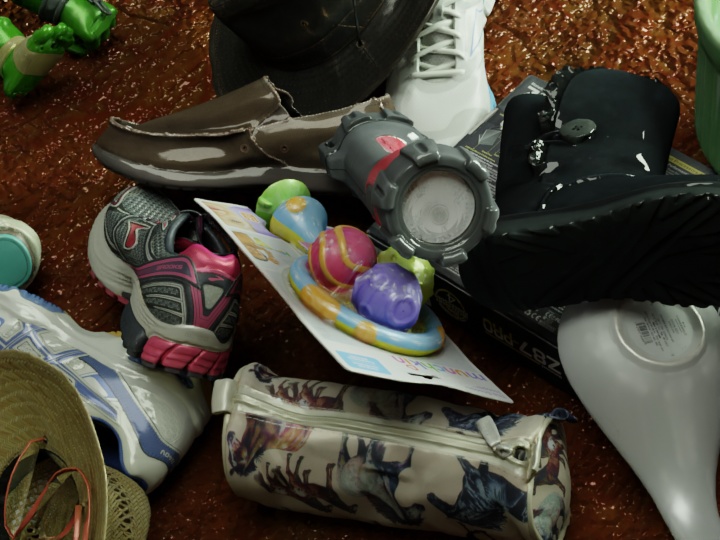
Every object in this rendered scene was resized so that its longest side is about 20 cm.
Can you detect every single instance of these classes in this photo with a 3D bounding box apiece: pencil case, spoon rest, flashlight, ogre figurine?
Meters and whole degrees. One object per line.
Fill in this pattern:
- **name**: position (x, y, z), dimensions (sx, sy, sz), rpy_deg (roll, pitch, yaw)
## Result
- **pencil case**: position (0.018, 0.101, 1.445), dimensions (0.200, 0.089, 0.078), rpy_deg (8, 53, 18)
- **spoon rest**: position (0.171, 0.084, 1.425), dimensions (0.099, 0.061, 0.200), rpy_deg (-8, 56, -15)
- **flashlight**: position (0.028, -0.054, 1.477), dimensions (0.068, 0.068, 0.200), rpy_deg (-49, 14, 5)
- **ogre figurine**: position (-0.274, -0.152, 1.713), dimensions (0.200, 0.098, 0.120), rpy_deg (-41, 72, -3)

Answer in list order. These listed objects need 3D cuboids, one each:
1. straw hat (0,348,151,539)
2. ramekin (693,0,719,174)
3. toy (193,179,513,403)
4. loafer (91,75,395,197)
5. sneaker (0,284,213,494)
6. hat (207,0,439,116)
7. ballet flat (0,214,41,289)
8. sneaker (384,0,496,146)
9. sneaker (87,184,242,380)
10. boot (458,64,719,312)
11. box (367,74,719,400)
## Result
- **straw hat**: position (-0.163, 0.143, 1.443), dimensions (0.085, 0.201, 0.201), rpy_deg (9, 36, -39)
- **ramekin**: position (0.290, -0.111, 1.535), dimensions (0.200, 0.098, 0.200), rpy_deg (3, 38, -2)
- **toy**: position (0.000, 0.000, 1.451), dimensions (0.115, 0.047, 0.200), rpy_deg (12, 19, -35)
- **loafer**: position (-0.066, -0.085, 1.615), dimensions (0.200, 0.071, 0.073), rpy_deg (2, 6, 3)
- **sneaker**: position (-0.188, 0.070, 1.519), dimensions (0.200, 0.075, 0.088), rpy_deg (14, 55, 22)
- **hat**: position (-0.042, -0.186, 1.645), dimensions (0.200, 0.081, 0.201), rpy_deg (-14, 67, 36)
- **ballet flat**: position (-0.291, 0.018, 1.603), dimensions (0.200, 0.068, 0.062), rpy_deg (-18, 22, -9)
- **sneaker**: position (0.047, -0.154, 1.654), dimensions (0.075, 0.087, 0.200), rpy_deg (-3, 52, 6)
- **sneaker**: position (-0.105, -0.007, 1.530), dimensions (0.081, 0.075, 0.200), rpy_deg (13, 18, -22)
- **boot**: position (0.160, -0.055, 1.461), dimensions (0.200, 0.076, 0.168), rpy_deg (-6, 36, 23)
- **box**: position (0.129, -0.016, 1.547), dimensions (0.200, 0.049, 0.161), rpy_deg (30, 63, 29)
